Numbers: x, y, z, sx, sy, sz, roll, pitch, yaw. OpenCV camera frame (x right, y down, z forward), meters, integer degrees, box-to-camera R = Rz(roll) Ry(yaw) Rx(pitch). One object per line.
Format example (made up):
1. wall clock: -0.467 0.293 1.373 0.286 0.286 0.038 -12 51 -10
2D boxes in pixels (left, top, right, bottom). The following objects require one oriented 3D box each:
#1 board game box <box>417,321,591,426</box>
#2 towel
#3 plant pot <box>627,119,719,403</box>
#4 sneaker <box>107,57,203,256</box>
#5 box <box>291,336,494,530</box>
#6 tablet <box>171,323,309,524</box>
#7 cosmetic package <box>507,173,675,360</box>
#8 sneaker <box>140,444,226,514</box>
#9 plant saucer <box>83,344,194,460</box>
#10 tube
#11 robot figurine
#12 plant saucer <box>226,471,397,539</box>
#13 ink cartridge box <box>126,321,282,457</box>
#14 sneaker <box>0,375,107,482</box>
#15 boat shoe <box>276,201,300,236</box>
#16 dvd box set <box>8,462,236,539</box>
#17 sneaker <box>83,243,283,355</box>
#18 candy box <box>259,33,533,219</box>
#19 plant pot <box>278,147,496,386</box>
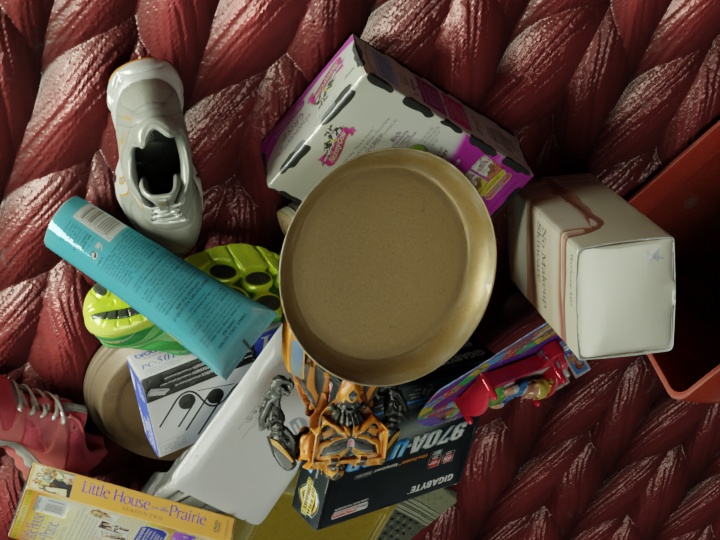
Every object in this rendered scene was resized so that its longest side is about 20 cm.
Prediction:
1. board game box: 0.147 0.107 1.285 0.199 0.039 0.158 -33 161 6
2. towel: -0.020 0.264 1.518 0.199 0.035 0.192 33 113 -33
3. plant pot: 0.367 0.007 1.286 0.200 0.201 0.175 -42 139 23
4. sneaker: -0.167 -0.070 1.129 0.075 0.093 0.201 -12 138 -5
5. box: 0.034 0.156 1.350 0.198 0.046 0.161 -10 125 -40
6. tablet: -0.077 0.139 1.282 0.201 0.014 0.130 -54 134 1
7. cosmetic package: 0.196 -0.008 1.197 0.086 0.200 0.105 -6 109 -9
8. sneaker: -0.182 0.245 1.378 0.082 0.075 0.200 41 143 -9
9. plant saucer: -0.170 0.119 1.344 0.197 0.030 0.202 -8 132 -9
10. tube: -0.172 0.010 1.154 0.199 0.078 0.051 33 155 9
11. robot figurine: -0.016 0.087 1.200 0.143 0.058 0.203 -1 99 -23
12. plant saucer: -0.060 0.276 1.463 0.198 0.049 0.201 12 124 -23
13. ink cartridge box: -0.112 0.091 1.283 0.198 0.044 0.095 -21 127 -19
14. sneaker: -0.307 0.137 1.304 0.086 0.074 0.201 -27 140 0
15. boat shoe: 0.000 0.000 1.261 0.065 0.072 0.200 -44 118 -6
16. dvd box set: -0.232 0.248 1.322 0.198 0.030 0.147 17 147 -11
17. sneaker: -0.145 0.028 1.220 0.197 0.075 0.084 -7 156 -10
18. candy box: 0.031 -0.095 1.184 0.199 0.061 0.136 27 120 -33
19. plant pot: 0.021 -0.004 1.151 0.197 0.027 0.203 -5 104 -21
